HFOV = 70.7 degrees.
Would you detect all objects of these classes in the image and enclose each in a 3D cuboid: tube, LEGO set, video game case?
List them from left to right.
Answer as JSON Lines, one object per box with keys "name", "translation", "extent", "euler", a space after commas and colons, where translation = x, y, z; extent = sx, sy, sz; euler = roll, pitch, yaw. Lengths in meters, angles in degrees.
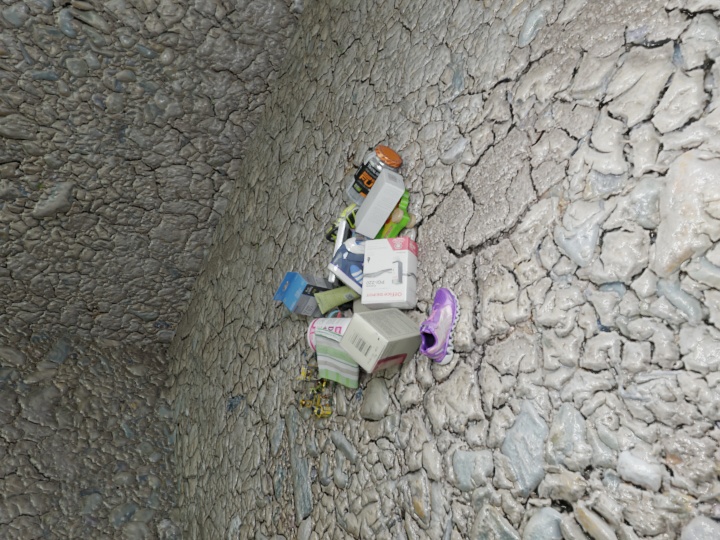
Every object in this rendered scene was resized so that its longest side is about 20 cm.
{"name": "LEGO set", "translation": [-0.166, 0.409, 1.762], "extent": [0.154, 0.116, 0.201], "euler": [17, 92, 59]}
{"name": "tube", "translation": [-0.077, 0.088, 1.717], "extent": [0.200, 0.052, 0.058], "euler": [-23, 50, 38]}
{"name": "video game case", "translation": [-0.064, -0.051, 1.670], "extent": [0.182, 0.023, 0.201], "euler": [47, -127, -81]}

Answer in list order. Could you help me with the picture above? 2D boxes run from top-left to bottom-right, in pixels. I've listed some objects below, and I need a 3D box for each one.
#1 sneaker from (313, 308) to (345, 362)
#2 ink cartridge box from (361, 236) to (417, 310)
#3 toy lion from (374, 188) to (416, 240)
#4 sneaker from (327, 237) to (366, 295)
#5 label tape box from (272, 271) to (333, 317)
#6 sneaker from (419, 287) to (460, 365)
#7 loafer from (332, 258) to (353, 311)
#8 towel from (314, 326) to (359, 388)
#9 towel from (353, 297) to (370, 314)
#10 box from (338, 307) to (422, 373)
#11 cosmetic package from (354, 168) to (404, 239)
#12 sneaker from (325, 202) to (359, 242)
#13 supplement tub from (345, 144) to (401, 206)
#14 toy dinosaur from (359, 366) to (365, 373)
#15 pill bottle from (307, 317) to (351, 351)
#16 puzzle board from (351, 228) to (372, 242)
{"name": "sneaker", "translation": [-0.109, 0.232, 1.807], "extent": [0.200, 0.079, 0.096], "euler": [-65, 18, 4]}
{"name": "ink cartridge box", "translation": [0.086, 0.011, 1.502], "extent": [0.145, 0.085, 0.201], "euler": [-5, 73, 25]}
{"name": "toy lion", "translation": [0.098, -0.169, 1.644], "extent": [0.200, 0.069, 0.192], "euler": [-57, 28, 28]}
{"name": "sneaker", "translation": [0.002, -0.014, 1.578], "extent": [0.147, 0.200, 0.081], "euler": [-53, 36, -6]}
{"name": "label tape box", "translation": [-0.202, 0.091, 1.875], "extent": [0.143, 0.200, 0.066], "euler": [-58, 37, 26]}
{"name": "sneaker", "translation": [0.198, 0.139, 1.316], "extent": [0.080, 0.088, 0.201], "euler": [-11, 67, 58]}
{"name": "loafer", "translation": [-0.075, 0.047, 1.801], "extent": [0.072, 0.073, 0.201], "euler": [-41, 52, 52]}
{"name": "towel", "translation": [-0.075, 0.278, 1.588], "extent": [0.149, 0.031, 0.201], "euler": [15, 126, 23]}
{"name": "towel", "translation": [0.037, 0.103, 1.646], "extent": [0.200, 0.034, 0.133], "euler": [-33, 49, 49]}
{"name": "box", "translation": [0.062, 0.185, 1.379], "extent": [0.128, 0.200, 0.109], "euler": [39, 112, 30]}
{"name": "cosmetic package", "translation": [0.058, -0.210, 1.612], "extent": [0.200, 0.074, 0.102], "euler": [-58, 20, 33]}
{"name": "sneaker", "translation": [-0.055, -0.177, 1.889], "extent": [0.200, 0.075, 0.077], "euler": [-39, 38, 30]}
{"name": "supplement tub", "translation": [0.046, -0.317, 1.722], "extent": [0.200, 0.122, 0.123], "euler": [-53, 37, 33]}
{"name": "toy dinosaur", "translation": [-0.054, 0.298, 1.670], "extent": [0.200, 0.077, 0.103], "euler": [10, 99, 63]}
{"name": "pill bottle", "translation": [-0.062, 0.209, 1.631], "extent": [0.199, 0.113, 0.114], "euler": [-4, 72, 33]}
{"name": "puzzle board", "translation": [-0.014, -0.069, 1.771], "extent": [0.200, 0.017, 0.151], "euler": [10, 105, 59]}
